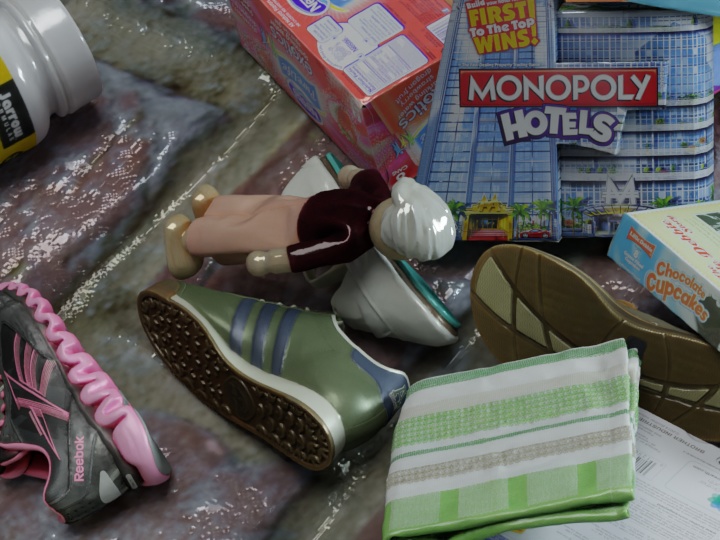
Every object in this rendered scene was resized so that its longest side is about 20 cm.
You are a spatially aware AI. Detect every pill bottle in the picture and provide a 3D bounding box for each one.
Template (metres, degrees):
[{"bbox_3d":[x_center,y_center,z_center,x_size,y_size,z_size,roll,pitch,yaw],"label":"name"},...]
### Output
[{"bbox_3d":[-0.292,-0.118,1.806,0.200,0.114,0.114,-31,50,-14],"label":"pill bottle"}]

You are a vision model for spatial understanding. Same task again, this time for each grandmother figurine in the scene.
[{"bbox_3d":[-0.025,-0.029,1.634,0.200,0.061,0.121,1,44,36],"label":"grandmother figurine"}]

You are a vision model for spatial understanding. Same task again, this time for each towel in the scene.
[{"bbox_3d":[0.090,0.105,1.486,0.149,0.031,0.200,-12,21,11],"label":"towel"}]

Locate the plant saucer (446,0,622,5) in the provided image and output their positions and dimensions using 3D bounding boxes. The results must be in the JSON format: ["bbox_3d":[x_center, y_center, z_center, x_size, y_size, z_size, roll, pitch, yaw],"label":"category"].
[{"bbox_3d":[0.140,-0.236,1.864,0.200,0.037,0.200,-7,48,7],"label":"plant saucer"}]

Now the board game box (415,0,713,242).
[{"bbox_3d":[0.127,-0.121,1.663,0.200,0.200,0.062,0,13,13],"label":"board game box"}]

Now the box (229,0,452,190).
[{"bbox_3d":[-0.003,-0.160,1.790,0.103,0.095,0.200,-31,50,-15],"label":"box"}]

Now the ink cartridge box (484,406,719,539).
[{"bbox_3d":[0.146,0.152,1.471,0.119,0.042,0.200,27,35,24],"label":"ink cartridge box"}]

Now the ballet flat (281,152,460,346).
[{"bbox_3d":[0.000,0.000,1.680,0.069,0.069,0.200,-26,45,-10],"label":"ballet flat"}]

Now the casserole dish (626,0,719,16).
[{"bbox_3d":[0.217,-0.212,1.662,0.200,0.039,0.121,8,36,-17],"label":"casserole dish"}]

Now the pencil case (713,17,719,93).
[{"bbox_3d":[0.241,-0.166,1.751,0.200,0.088,0.088,-24,49,-10],"label":"pencil case"}]

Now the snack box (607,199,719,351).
[{"bbox_3d":[0.260,0.024,1.576,0.116,0.037,0.200,-8,38,-39],"label":"snack box"}]

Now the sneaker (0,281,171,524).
[{"bbox_3d":[-0.207,0.087,1.644,0.095,0.079,0.200,-38,50,-5],"label":"sneaker"}]

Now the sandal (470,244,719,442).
[{"bbox_3d":[0.159,0.048,1.595,0.200,0.080,0.054,24,13,12],"label":"sandal"}]

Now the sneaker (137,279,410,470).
[{"bbox_3d":[-0.051,0.055,1.642,0.090,0.067,0.200,-27,42,-31],"label":"sneaker"}]
